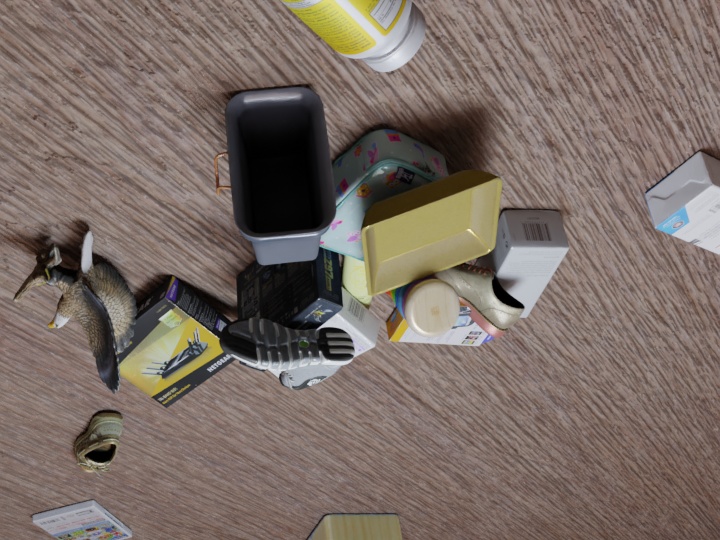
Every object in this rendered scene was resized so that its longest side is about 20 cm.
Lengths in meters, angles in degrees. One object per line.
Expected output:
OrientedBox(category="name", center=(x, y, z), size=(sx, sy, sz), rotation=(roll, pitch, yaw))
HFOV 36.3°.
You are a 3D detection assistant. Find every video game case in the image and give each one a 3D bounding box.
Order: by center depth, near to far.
OrientedBox(category="video game case", center=(-0.599, 0.553, 2.377), size=(0.141, 0.018, 0.201), rotation=(-15, 146, 6))

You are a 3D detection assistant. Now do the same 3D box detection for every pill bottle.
OrientedBox(category="pill bottle", center=(-0.016, -0.302, 1.184), size=(0.111, 0.114, 0.199), rotation=(-27, 143, 24))

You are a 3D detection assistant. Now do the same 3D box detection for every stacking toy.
OrientedBox(category="stacking toy", center=(0.077, 0.034, 1.653), size=(0.084, 0.200, 0.087), rotation=(-4, 104, -16))

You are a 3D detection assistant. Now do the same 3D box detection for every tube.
OrientedBox(category="tube", center=(0.000, 0.000, 1.696), size=(0.058, 0.052, 0.202), rotation=(-36, 154, -34))

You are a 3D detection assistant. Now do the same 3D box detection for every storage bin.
OrientedBox(category="storage bin", center=(-0.110, -0.105, 1.389), size=(0.143, 0.203, 0.135), rotation=(-6, 156, -6))

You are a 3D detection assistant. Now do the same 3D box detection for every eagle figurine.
OrientedBox(category="eagle figurine", center=(-0.389, 0.055, 1.573), size=(0.200, 0.153, 0.150), rotation=(42, 151, -19))

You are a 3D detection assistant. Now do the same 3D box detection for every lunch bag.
OrientedBox(category="lunch bag", center=(0.029, -0.099, 1.523), size=(0.159, 0.078, 0.199), rotation=(22, 133, -36))

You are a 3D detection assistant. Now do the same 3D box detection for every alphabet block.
OrientedBox(category="alphabet block", center=(-0.011, 0.704, 2.589), size=(0.193, 0.203, 0.196), rotation=(3, 145, -19))

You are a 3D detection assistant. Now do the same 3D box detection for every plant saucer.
OrientedBox(category="plant saucer", center=(0.089, -0.059, 1.493), size=(0.197, 0.049, 0.201), rotation=(-20, 153, -7))

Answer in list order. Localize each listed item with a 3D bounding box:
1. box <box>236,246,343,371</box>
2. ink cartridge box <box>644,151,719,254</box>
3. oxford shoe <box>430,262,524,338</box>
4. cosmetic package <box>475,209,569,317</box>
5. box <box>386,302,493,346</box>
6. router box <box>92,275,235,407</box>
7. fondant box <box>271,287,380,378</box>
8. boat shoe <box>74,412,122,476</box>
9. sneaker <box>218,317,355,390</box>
OrientedBox(category="box", center=(-0.107, 0.032, 1.610), size=(0.051, 0.160, 0.199), rotation=(22, 135, -35))
OrientedBox(category="ink cartridge box", center=(0.545, -0.095, 1.677), size=(0.198, 0.068, 0.116), rotation=(17, 138, -34))
OrientedBox(category="oxford shoe", center=(0.167, 0.009, 1.673), size=(0.200, 0.071, 0.075), rotation=(42, 122, -7))
OrientedBox(category="cosmetic package", center=(0.243, -0.006, 1.727), size=(0.100, 0.075, 0.201), rotation=(1, 147, -16))
OrientedBox(category="box", center=(0.155, 0.079, 1.859), size=(0.197, 0.042, 0.120), rotation=(3, 144, -23))
OrientedBox(category="router box", center=(-0.301, 0.117, 1.736), size=(0.157, 0.053, 0.199), rotation=(39, 126, -23))
OrientedBox(category="fondant box", center=(-0.087, 0.095, 1.744), size=(0.199, 0.059, 0.144), rotation=(-30, 120, 36))
OrientedBox(category="boat shoe", center=(-0.488, 0.334, 2.041), size=(0.072, 0.064, 0.201), rotation=(5, 144, -22))
OrientedBox(category="sneaker", center=(-0.114, 0.130, 1.547), size=(0.197, 0.076, 0.116), rotation=(8, 144, -21))
